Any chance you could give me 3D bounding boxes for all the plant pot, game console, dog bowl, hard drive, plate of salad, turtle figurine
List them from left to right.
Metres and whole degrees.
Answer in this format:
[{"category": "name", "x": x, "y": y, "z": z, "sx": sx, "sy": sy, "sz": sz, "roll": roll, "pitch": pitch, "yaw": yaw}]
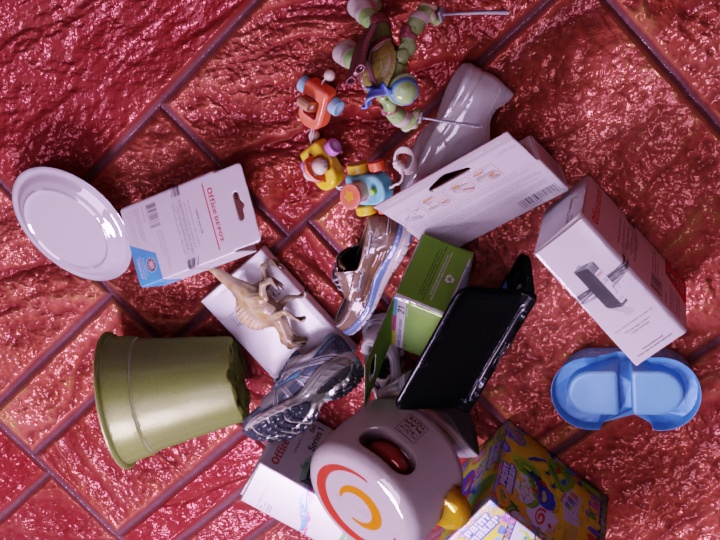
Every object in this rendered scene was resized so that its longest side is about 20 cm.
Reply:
[{"category": "plate of salad", "x": -0.409, "y": -0.070, "z": 1.741, "sx": 0.198, "sy": 0.048, "sz": 0.201, "roll": 17, "pitch": 136, "yaw": 17}, {"category": "plant pot", "x": -0.263, "y": 0.170, "z": 1.759, "sx": 0.188, "sy": 0.200, "sz": 0.202, "roll": -11, "pitch": 112, "yaw": 5}, {"category": "hard drive", "x": -0.116, "y": 0.077, "z": 1.751, "sx": 0.132, "sy": 0.027, "sz": 0.200, "roll": -38, "pitch": 100, "yaw": 25}, {"category": "turtle figurine", "x": 0.060, "y": -0.254, "z": 1.486, "sx": 0.199, "sy": 0.194, "sz": 0.145, "roll": -27, "pitch": 133, "yaw": -12}, {"category": "game console", "x": 0.136, "y": 0.077, "z": 1.595, "sx": 0.115, "sy": 0.176, "sz": 0.201, "roll": 23, "pitch": 119, "yaw": -9}, {"category": "dog bowl", "x": 0.360, "y": 0.156, "z": 1.655, "sx": 0.198, "sy": 0.050, "sz": 0.113, "roll": -2, "pitch": 114, "yaw": 14}]

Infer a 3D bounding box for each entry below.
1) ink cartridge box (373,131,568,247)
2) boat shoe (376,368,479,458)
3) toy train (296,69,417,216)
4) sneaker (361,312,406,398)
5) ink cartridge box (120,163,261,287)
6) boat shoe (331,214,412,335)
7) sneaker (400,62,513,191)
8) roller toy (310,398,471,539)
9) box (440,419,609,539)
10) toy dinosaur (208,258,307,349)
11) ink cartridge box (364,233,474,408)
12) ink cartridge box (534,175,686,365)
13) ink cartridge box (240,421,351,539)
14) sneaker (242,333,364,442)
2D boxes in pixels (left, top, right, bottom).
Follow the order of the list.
[{"category": "ink cartridge box", "x": 0.138, "y": -0.107, "z": 1.536, "sx": 0.199, "sy": 0.045, "sz": 0.176, "roll": -28, "pitch": 145, "yaw": 23}, {"category": "boat shoe", "x": 0.101, "y": 0.206, "z": 1.702, "sx": 0.064, "sy": 0.075, "sz": 0.202, "roll": -25, "pitch": 137, "yaw": 25}, {"category": "toy train", "x": -0.026, "y": -0.155, "z": 1.572, "sx": 0.200, "sy": 0.055, "sz": 0.151, "roll": 41, "pitch": 132, "yaw": 20}, {"category": "sneaker", "x": 0.042, "y": 0.164, "z": 1.723, "sx": 0.074, "sy": 0.081, "sz": 0.202, "roll": -13, "pitch": 112, "yaw": 17}, {"category": "ink cartridge box", "x": -0.219, "y": -0.061, "z": 1.668, "sx": 0.198, "sy": 0.067, "sz": 0.117, "roll": -19, "pitch": 83, "yaw": 21}, {"category": "boat shoe", "x": 0.000, "y": 0.000, "z": 1.650, "sx": 0.072, "sy": 0.073, "sz": 0.201, "roll": 20, "pitch": 122, "yaw": -13}, {"category": "sneaker", "x": 0.124, "y": -0.162, "z": 1.561, "sx": 0.088, "sy": 0.076, "sz": 0.201, "roll": 23, "pitch": 120, "yaw": -16}, {"category": "roller toy", "x": 0.040, "y": 0.270, "z": 1.613, "sx": 0.199, "sy": 0.140, "sz": 0.184, "roll": -5, "pitch": 117, "yaw": 49}, {"category": "box", "x": 0.231, "y": 0.351, "z": 1.693, "sx": 0.192, "sy": 0.200, "sz": 0.122, "roll": 38, "pitch": 118, "yaw": -5}, {"category": "toy dinosaur", "x": -0.143, "y": 0.036, "z": 1.692, "sx": 0.200, "sy": 0.058, "sz": 0.101, "roll": 42, "pitch": 118, "yaw": -6}, {"category": "ink cartridge box", "x": 0.073, "y": 0.079, "z": 1.580, "sx": 0.075, "sy": 0.201, "sz": 0.148, "roll": 20, "pitch": 154, "yaw": 10}, {"category": "ink cartridge box", "x": 0.318, "y": -0.003, "z": 1.537, "sx": 0.084, "sy": 0.145, "sz": 0.200, "roll": -38, "pitch": 101, "yaw": 26}, {"category": "ink cartridge box", "x": -0.055, "y": 0.309, "z": 1.774, "sx": 0.199, "sy": 0.145, "sz": 0.084, "roll": 28, "pitch": 123, "yaw": 0}, {"category": "sneaker", "x": -0.086, "y": 0.166, "z": 1.719, "sx": 0.199, "sy": 0.087, "sz": 0.078, "roll": -35, "pitch": 141, "yaw": 10}]
